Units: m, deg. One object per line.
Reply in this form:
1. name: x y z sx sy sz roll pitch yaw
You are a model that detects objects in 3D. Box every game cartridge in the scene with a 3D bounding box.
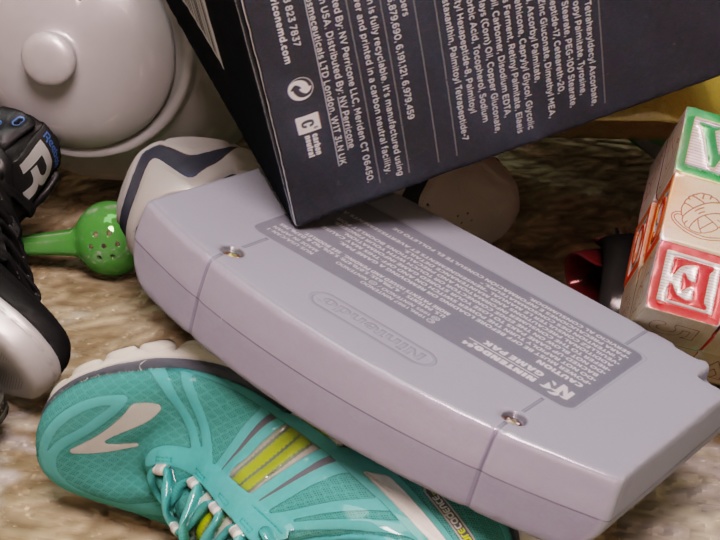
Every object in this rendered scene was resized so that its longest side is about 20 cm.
1. game cartridge: 0.022 0.023 0.588 0.200 0.041 0.133 30 23 24

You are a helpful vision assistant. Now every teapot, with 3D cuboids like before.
1. teapot: -0.124 -0.125 0.818 0.197 0.200 0.146 40 24 -7

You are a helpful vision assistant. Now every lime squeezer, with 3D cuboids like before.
1. lime squeezer: -0.106 -0.020 0.822 0.200 0.038 0.071 -14 -1 -24

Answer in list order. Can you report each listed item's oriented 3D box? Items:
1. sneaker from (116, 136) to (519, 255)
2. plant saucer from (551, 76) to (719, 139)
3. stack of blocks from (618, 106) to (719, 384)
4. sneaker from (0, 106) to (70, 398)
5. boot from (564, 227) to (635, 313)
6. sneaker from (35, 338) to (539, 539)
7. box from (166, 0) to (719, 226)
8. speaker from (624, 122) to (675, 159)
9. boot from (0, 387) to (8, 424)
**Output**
1. sneaker: 0.000 0.000 0.737 0.199 0.080 0.130 4 39 -30
2. plant saucer: 0.097 -0.089 0.772 0.200 0.049 0.200 4 3 36
3. stack of blocks: 0.211 -0.001 0.644 0.200 0.059 0.115 15 68 1
4. sneaker: -0.167 -0.023 0.740 0.112 0.073 0.200 -41 43 -23
5. boot: 0.176 -0.015 0.769 0.144 0.073 0.200 9 32 19
6. sneaker: -0.035 0.081 0.577 0.200 0.078 0.080 13 39 23
7. box: 0.023 -0.145 0.648 0.196 0.124 0.200 -21 40 -8
8. speaker: 0.143 -0.132 0.888 0.200 0.088 0.088 45 42 11
9. boot: -0.242 0.008 0.649 0.200 0.131 0.068 7 28 13
